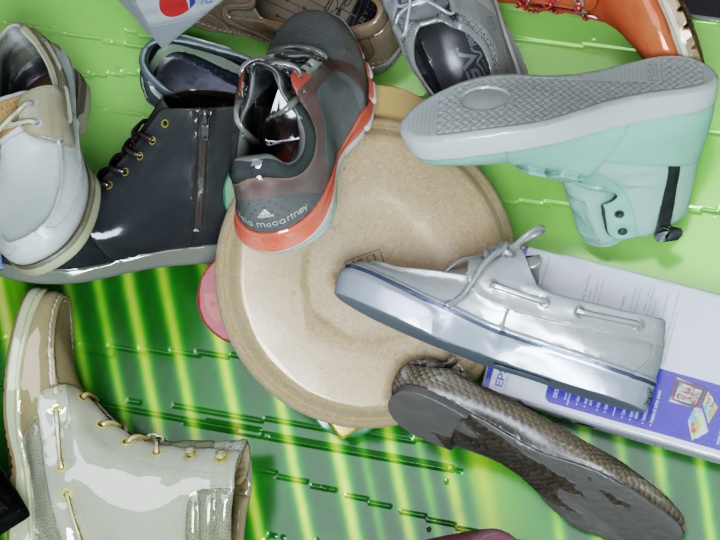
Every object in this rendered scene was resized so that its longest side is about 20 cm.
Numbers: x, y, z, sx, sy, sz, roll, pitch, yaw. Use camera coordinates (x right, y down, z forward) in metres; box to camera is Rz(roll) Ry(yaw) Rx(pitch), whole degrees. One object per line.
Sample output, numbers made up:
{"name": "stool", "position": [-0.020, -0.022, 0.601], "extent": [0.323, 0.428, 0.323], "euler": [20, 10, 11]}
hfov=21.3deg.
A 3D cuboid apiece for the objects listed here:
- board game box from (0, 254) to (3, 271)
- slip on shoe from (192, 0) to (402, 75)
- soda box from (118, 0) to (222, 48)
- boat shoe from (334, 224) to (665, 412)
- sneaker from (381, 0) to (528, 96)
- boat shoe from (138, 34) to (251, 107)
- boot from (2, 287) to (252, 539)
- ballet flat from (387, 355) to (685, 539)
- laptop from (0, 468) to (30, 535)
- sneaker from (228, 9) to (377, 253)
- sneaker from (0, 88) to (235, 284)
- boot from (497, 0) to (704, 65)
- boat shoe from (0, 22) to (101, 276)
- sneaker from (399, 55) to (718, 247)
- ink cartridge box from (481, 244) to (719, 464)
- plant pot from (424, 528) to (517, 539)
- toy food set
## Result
{"name": "board game box", "position": [-0.284, -0.072, 1.252], "extent": [0.034, 0.135, 0.202], "euler": [-5, 73, -29]}
{"name": "slip on shoe", "position": [-0.065, -0.186, 1.270], "extent": [0.199, 0.061, 0.076], "euler": [25, 83, 14]}
{"name": "soda box", "position": [-0.168, -0.237, 1.267], "extent": [0.063, 0.068, 0.200], "euler": [-39, 57, -6]}
{"name": "boat shoe", "position": [0.089, 0.013, 1.145], "extent": [0.200, 0.075, 0.087], "euler": [18, 83, 4]}
{"name": "sneaker", "position": [0.048, -0.174, 1.196], "extent": [0.074, 0.082, 0.201], "euler": [-28, 96, 20]}
{"name": "boat shoe", "position": [-0.061, -0.096, 1.249], "extent": [0.199, 0.062, 0.073], "euler": [29, 83, 14]}
{"name": "boot", "position": [-0.146, 0.108, 1.216], "extent": [0.153, 0.072, 0.202], "euler": [-4, 82, 10]}
{"name": "ballet flat", "position": [0.110, 0.108, 1.163], "extent": [0.199, 0.068, 0.047], "euler": [27, 51, 0]}
{"name": "laptop", "position": [-0.336, 0.133, 1.202], "extent": [0.177, 0.103, 0.200], "euler": [-32, 77, -23]}
{"name": "sneaker", "position": [-0.038, -0.104, 1.143], "extent": [0.076, 0.082, 0.201], "euler": [-7, 44, 13]}
{"name": "sneaker", "position": [-0.154, -0.058, 1.231], "extent": [0.198, 0.075, 0.107], "euler": [-7, 111, -1]}
{"name": "boot", "position": [0.141, -0.184, 1.233], "extent": [0.107, 0.075, 0.201], "euler": [-35, 68, 7]}
{"name": "boat shoe", "position": [-0.207, -0.078, 1.185], "extent": [0.074, 0.069, 0.201], "euler": [-26, 39, 9]}
{"name": "sneaker", "position": [0.121, -0.057, 1.166], "extent": [0.199, 0.119, 0.074], "euler": [-8, 34, -13]}
{"name": "ink cartridge box", "position": [0.182, 0.057, 1.185], "extent": [0.199, 0.039, 0.100], "euler": [16, 82, 12]}
{"name": "plant pot", "position": [0.015, 0.261, 1.102], "extent": [0.178, 0.200, 0.202], "euler": [-14, 75, 23]}
{"name": "toy food set", "position": [0.000, 0.000, 1.200], "extent": [0.197, 0.049, 0.201], "euler": [-36, 95, -6]}
